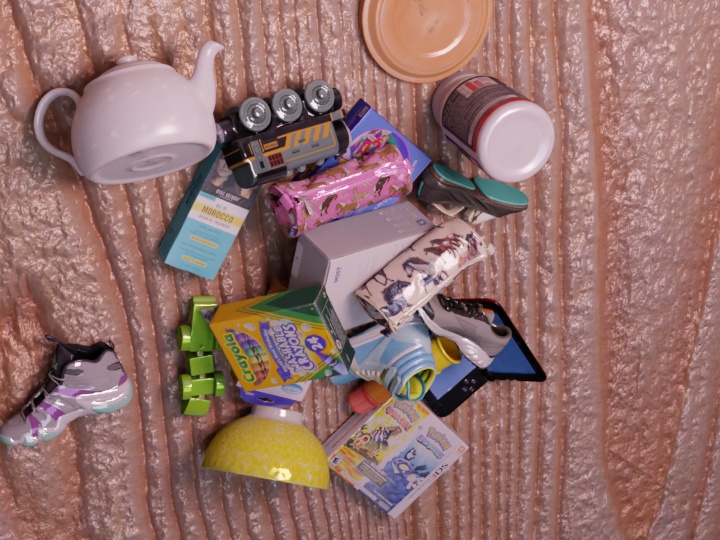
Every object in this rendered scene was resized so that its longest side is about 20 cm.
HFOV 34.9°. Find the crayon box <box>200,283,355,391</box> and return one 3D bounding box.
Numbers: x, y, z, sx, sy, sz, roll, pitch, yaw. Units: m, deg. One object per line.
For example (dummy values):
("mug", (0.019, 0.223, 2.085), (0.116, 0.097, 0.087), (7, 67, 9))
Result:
("crayon box", (-0.124, 0.100, 1.616), (0.199, 0.052, 0.126), (-12, 120, 23))

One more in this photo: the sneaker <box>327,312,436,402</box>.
("sneaker", (0.031, 0.158, 1.746), (0.200, 0.131, 0.079), (-34, 148, 30))

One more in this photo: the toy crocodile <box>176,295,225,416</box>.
("toy crocodile", (-0.240, 0.129, 1.705), (0.067, 0.062, 0.201), (-5, 112, -21))

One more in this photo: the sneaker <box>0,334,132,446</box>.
("sneaker", (-0.436, 0.157, 1.632), (0.199, 0.078, 0.140), (-24, 120, -20))

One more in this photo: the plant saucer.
("plant saucer", (0.095, -0.361, 1.608), (0.199, 0.032, 0.201), (-9, 117, -18))

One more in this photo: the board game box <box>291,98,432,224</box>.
("board game box", (-0.011, -0.130, 1.671), (0.134, 0.045, 0.200), (37, 98, -32))

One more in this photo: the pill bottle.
("pill bottle", (0.180, -0.210, 1.615), (0.115, 0.200, 0.116), (-9, 118, -17))

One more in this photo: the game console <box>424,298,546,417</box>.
("game console", (0.168, 0.144, 1.831), (0.172, 0.119, 0.200), (-40, 122, -6))

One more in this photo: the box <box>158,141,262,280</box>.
("box", (-0.202, -0.092, 1.611), (0.082, 0.049, 0.201), (21, 106, -29))

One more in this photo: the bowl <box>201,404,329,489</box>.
("bowl", (-0.136, 0.265, 1.753), (0.199, 0.200, 0.108), (16, 78, -27))

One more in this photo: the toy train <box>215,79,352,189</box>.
("toy train", (-0.102, -0.186, 1.553), (0.199, 0.085, 0.114), (-21, 96, -32))

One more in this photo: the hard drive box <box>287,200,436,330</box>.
("hard drive box", (0.000, 0.000, 1.666), (0.199, 0.077, 0.156), (-17, 137, -35))

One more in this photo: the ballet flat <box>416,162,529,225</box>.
("ballet flat", (0.164, -0.111, 1.738), (0.199, 0.068, 0.069), (15, 124, -32))

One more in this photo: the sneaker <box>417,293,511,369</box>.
("sneaker", (0.147, 0.068, 1.719), (0.079, 0.074, 0.200), (-42, 125, 19))

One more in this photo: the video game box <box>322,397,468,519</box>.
("video game box", (0.056, 0.297, 1.908), (0.182, 0.047, 0.200), (-46, 122, 1))

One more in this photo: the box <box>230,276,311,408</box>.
("box", (-0.115, 0.116, 1.756), (0.119, 0.042, 0.201), (18, 110, -28))

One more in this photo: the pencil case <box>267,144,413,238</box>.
("pencil case", (-0.026, -0.112, 1.585), (0.199, 0.087, 0.083), (-21, 130, -22))

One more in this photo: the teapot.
("teapot", (-0.289, -0.203, 1.469), (0.199, 0.197, 0.147), (-12, 82, -38))

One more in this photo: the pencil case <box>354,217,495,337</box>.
("pencil case", (0.092, 0.006, 1.621), (0.200, 0.089, 0.078), (-38, 155, -11))

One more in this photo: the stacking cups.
("stacking cups", (0.068, 0.165, 1.807), (0.200, 0.061, 0.060), (-35, 126, 29))
